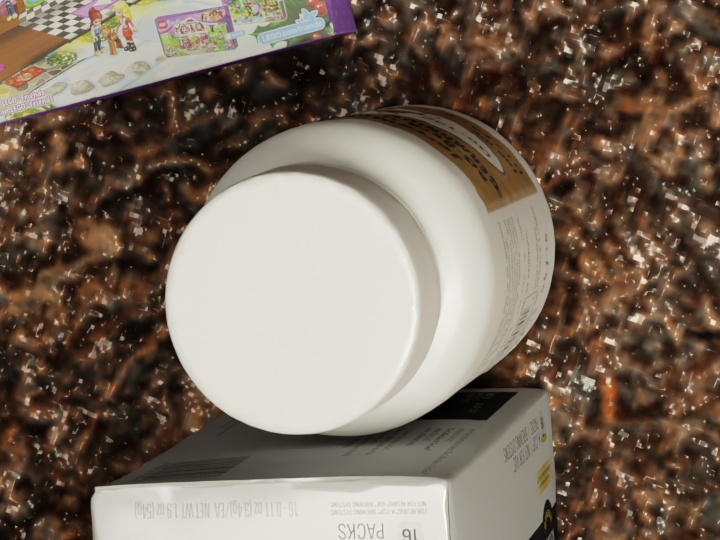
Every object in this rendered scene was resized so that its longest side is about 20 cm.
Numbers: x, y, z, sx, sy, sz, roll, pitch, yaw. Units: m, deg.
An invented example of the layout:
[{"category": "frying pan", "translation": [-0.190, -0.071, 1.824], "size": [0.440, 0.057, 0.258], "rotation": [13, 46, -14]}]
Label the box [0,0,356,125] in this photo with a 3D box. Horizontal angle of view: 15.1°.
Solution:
[{"category": "box", "translation": [-0.114, -0.137, 1.095], "size": [0.200, 0.039, 0.137], "rotation": [-13, 94, 16]}]

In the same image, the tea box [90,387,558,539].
[{"category": "tea box", "translation": [-0.003, 0.156, 1.017], "size": [0.133, 0.200, 0.197], "rotation": [-3, 95, 14]}]

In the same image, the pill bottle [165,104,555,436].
[{"category": "pill bottle", "translation": [0.000, 0.000, 0.998], "size": [0.114, 0.200, 0.115], "rotation": [2, 97, 14]}]
